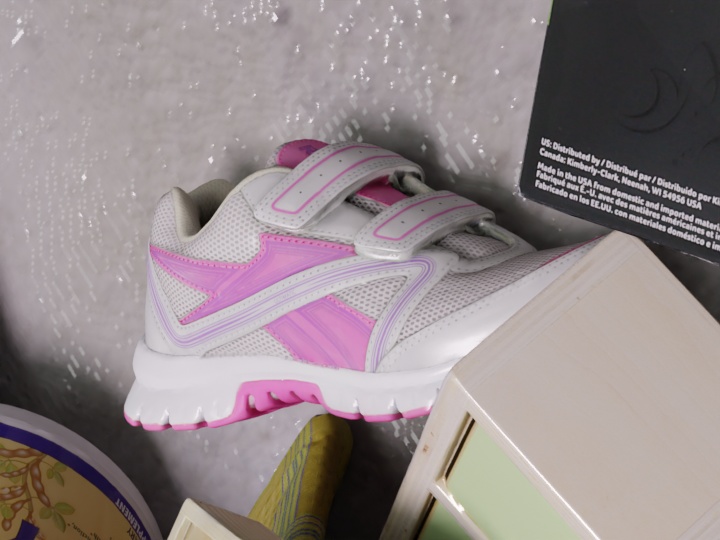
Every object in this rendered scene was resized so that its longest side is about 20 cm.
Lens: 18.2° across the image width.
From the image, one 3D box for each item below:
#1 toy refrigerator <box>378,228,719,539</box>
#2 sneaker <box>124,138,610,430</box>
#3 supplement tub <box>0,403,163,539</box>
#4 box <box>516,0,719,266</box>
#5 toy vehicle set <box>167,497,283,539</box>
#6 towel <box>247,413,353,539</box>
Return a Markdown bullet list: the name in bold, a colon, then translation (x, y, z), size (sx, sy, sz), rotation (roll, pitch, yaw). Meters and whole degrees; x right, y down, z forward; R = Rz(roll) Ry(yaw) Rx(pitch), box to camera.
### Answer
- **toy refrigerator**: translation (0.055, 0.071, 0.634), size (0.076, 0.070, 0.200), rotation (48, 161, 12)
- **sneaker**: translation (0.000, 0.000, 0.722), size (0.199, 0.081, 0.089), rotation (-6, 93, 32)
- **supplement tub**: translation (-0.151, 0.153, 0.769), size (0.144, 0.201, 0.147), rotation (3, 120, 5)
- **box**: translation (0.140, -0.106, 0.553), size (0.124, 0.148, 0.202), rotation (22, 113, 32)
- **toy vehicle set**: translation (-0.057, 0.172, 0.616), size (0.201, 0.026, 0.124), rotation (-67, 24, 0)
- **towel**: translation (-0.046, 0.147, 0.734), size (0.023, 0.200, 0.144), rotation (27, 118, -10)
